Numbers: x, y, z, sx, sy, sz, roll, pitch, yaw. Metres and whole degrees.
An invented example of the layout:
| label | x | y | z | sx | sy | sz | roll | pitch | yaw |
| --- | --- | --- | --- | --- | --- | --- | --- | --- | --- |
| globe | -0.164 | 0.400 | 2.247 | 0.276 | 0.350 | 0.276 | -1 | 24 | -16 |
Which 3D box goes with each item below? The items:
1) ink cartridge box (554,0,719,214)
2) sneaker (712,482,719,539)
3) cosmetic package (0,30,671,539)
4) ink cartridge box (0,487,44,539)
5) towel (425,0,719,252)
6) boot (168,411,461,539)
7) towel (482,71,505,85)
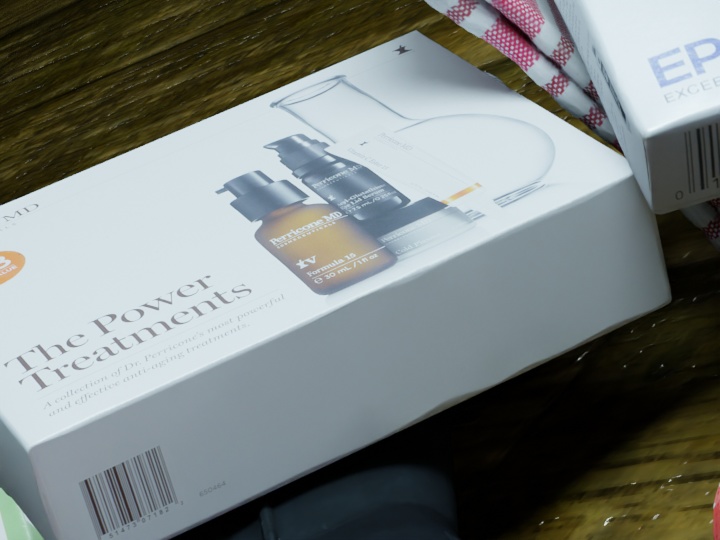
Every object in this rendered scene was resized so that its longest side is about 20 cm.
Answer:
| label | x | y | z | sx | sy | sz | roll | pitch | yaw |
| --- | --- | --- | --- | --- | --- | --- | --- | --- | --- |
| ink cartridge box | 0.149 | -0.122 | 0.834 | 0.199 | 0.041 | 0.200 | -17 | 48 | -3 |
| sneaker | 0.117 | 0.072 | 0.570 | 0.108 | 0.067 | 0.201 | -20 | 17 | 37 |
| cosmetic package | -0.030 | 0.003 | 0.837 | 0.200 | 0.052 | 0.151 | -24 | 27 | -17 |
| ink cartridge box | -0.189 | 0.166 | 0.995 | 0.200 | 0.048 | 0.146 | -38 | 15 | -3 |
| towel | 0.057 | -0.080 | 0.909 | 0.030 | 0.200 | 0.146 | -48 | 13 | 13 |
| boot | -0.052 | 0.112 | 0.796 | 0.200 | 0.076 | 0.168 | -29 | 19 | 1 |
| towel | 0.000 | 0.000 | 1.009 | 0.165 | 0.086 | 0.200 | -30 | 20 | -6 |
